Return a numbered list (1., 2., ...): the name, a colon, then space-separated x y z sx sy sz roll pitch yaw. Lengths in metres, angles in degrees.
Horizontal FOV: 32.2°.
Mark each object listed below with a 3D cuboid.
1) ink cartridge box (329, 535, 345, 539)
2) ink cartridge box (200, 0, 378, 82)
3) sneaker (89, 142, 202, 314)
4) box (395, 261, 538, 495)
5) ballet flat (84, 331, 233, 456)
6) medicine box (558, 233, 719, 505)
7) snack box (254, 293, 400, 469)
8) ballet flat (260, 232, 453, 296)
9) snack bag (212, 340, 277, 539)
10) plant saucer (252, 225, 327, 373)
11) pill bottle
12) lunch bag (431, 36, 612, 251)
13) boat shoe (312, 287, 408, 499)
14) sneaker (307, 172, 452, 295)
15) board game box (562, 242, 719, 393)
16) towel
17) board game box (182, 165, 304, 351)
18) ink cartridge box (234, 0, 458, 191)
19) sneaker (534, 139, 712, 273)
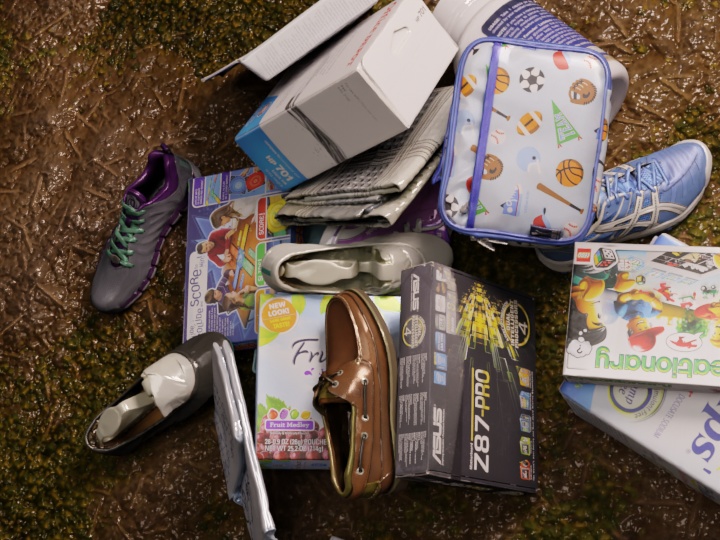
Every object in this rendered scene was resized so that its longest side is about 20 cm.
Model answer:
1. ink cartridge box: 0.013 0.368 1.160 0.200 0.047 0.198 8 73 48
2. ink cartridge box: -0.071 -0.250 1.351 0.200 0.200 0.041 -33 100 6
3. sneaker: -0.259 -0.050 1.403 0.074 0.088 0.201 25 82 24
4. box: 0.104 0.107 1.193 0.049 0.161 0.201 -15 65 45
5. ballet flat: -0.217 0.137 1.316 0.200 0.068 0.068 -41 73 20
6. medicine box: 0.319 0.099 1.154 0.200 0.103 0.183 32 85 25
7. snack box: -0.005 0.112 1.245 0.199 0.068 0.170 2 72 -5
8. ballet flat: 0.000 0.000 1.249 0.199 0.069 0.070 -2 71 -8
9. snack bag: -0.118 0.195 1.230 0.021 0.189 0.201 -11 64 -13
10. plant saucer: -0.070 0.017 1.357 0.070 0.019 0.201 2 73 20
11. pill bottle: 0.169 -0.215 1.295 0.116 0.116 0.200 -47 66 0
12. lunch bag: 0.151 -0.116 1.180 0.159 0.076 0.201 9 91 8
13. boat shoe: -0.007 0.112 1.162 0.072 0.068 0.201 -37 61 53
14. sneaker: 0.030 -0.032 1.306 0.114 0.073 0.201 27 79 20
15. board game box: 0.285 0.042 1.107 0.199 0.035 0.127 2 74 19
16. towel: 0.017 -0.121 1.283 0.192 0.035 0.200 3 49 50
17. board game box: -0.127 -0.014 1.359 0.135 0.034 0.201 -8 70 24
18. ink cartridge box: -0.015 -0.183 1.286 0.200 0.086 0.147 -20 29 44
19. sneaker: 0.262 -0.067 1.239 0.200 0.077 0.076 -34 64 5
